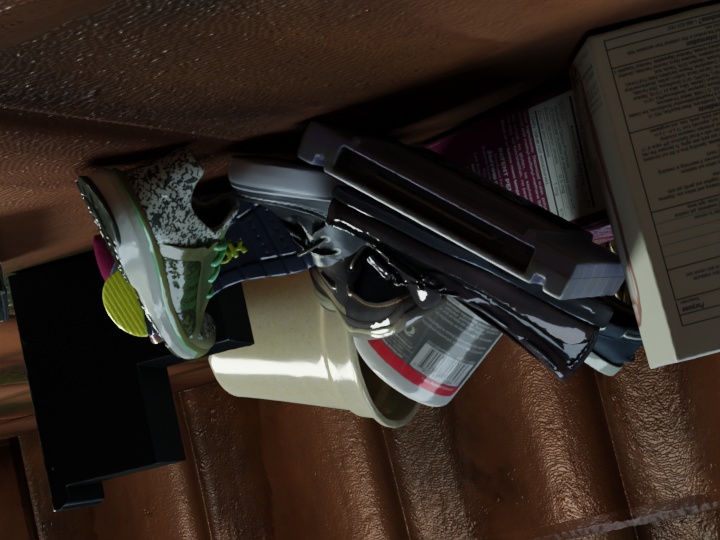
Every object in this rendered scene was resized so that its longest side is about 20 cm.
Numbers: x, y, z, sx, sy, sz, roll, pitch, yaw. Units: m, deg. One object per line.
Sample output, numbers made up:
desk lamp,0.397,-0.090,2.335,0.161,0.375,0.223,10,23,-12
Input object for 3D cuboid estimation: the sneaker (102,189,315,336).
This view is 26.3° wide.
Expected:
sneaker,-0.096,-0.025,1.131,0.198,0.075,0.082,-22,-161,0

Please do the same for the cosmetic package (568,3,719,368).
cosmetic package,0.204,-0.050,0.944,0.102,0.202,0.087,-13,173,-2

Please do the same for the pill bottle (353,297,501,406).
pill bottle,0.090,0.011,1.348,0.201,0.111,0.110,-54,159,18

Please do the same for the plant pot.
plant pot,-0.048,0.057,1.541,0.182,0.203,0.200,-4,179,24

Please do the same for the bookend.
bookend,-0.172,0.079,1.297,0.198,0.201,0.092,-15,172,11

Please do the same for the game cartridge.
game cartridge,0.070,-0.041,0.991,0.199,0.039,0.129,29,-164,21

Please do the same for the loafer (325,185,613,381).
loafer,0.064,0.010,0.994,0.198,0.063,0.072,24,-170,-4

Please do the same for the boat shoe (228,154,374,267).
boat shoe,-0.017,-0.035,1.061,0.069,0.067,0.199,16,-176,38

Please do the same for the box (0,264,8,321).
box,-0.360,0.027,1.125,0.198,0.046,0.159,-13,174,-14

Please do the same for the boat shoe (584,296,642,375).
boat shoe,0.172,0.024,1.268,0.062,0.075,0.199,-43,127,19

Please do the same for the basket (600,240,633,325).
basket,0.280,-0.027,1.406,0.148,0.144,0.200,-14,-169,15

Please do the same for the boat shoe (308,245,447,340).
boat shoe,0.000,0.000,1.201,0.074,0.074,0.200,-33,-161,-17

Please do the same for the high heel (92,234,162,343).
high heel,-0.107,-0.034,1.204,0.199,0.097,0.067,-35,-164,-12

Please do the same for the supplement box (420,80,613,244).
supplement box,0.150,-0.069,1.113,0.130,0.104,0.199,-8,173,-40

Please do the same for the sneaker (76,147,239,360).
sneaker,-0.112,-0.010,1.012,0.088,0.077,0.200,-28,150,-6
